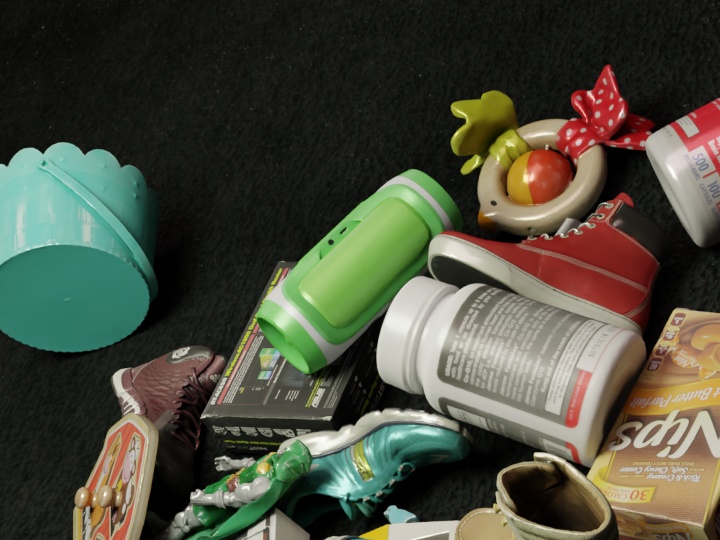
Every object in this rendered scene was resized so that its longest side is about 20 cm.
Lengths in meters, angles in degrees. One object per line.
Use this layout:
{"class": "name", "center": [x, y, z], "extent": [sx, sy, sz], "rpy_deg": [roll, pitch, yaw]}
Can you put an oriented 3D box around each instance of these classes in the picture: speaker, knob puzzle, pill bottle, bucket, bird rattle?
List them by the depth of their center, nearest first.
{"class": "pill bottle", "center": [0.122, 0.077, 1.324], "extent": [0.199, 0.114, 0.114], "rpy_deg": [19, 59, 26]}
{"class": "pill bottle", "center": [0.359, -0.112, 1.409], "extent": [0.199, 0.112, 0.113], "rpy_deg": [-28, 37, 7]}
{"class": "knob puzzle", "center": [-0.229, 0.213, 1.448], "extent": [0.220, 0.030, 0.221], "rpy_deg": [-51, 30, 46]}
{"class": "speaker", "center": [0.000, 0.000, 1.467], "extent": [0.200, 0.089, 0.088], "rpy_deg": [-43, 38, -15]}
{"class": "bird rattle", "center": [0.186, -0.102, 1.570], "extent": [0.199, 0.113, 0.164], "rpy_deg": [0, 59, 19]}
{"class": "bucket", "center": [-0.310, -0.019, 1.727], "extent": [0.206, 0.207, 0.135], "rpy_deg": [-21, 48, 16]}

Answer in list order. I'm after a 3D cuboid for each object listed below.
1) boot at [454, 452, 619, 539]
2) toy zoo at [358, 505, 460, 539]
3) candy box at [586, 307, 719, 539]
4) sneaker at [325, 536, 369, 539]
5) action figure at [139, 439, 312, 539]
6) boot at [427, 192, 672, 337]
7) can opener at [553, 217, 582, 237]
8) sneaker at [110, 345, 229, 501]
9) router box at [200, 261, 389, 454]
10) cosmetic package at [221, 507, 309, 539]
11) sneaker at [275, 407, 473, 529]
{"class": "boot", "center": [0.129, 0.193, 1.200], "extent": [0.072, 0.155, 0.199], "rpy_deg": [-46, 41, -20]}
{"class": "toy zoo", "center": [0.022, 0.275, 1.301], "extent": [0.130, 0.021, 0.201], "rpy_deg": [-17, 40, 20]}
{"class": "candy box", "center": [0.264, 0.125, 1.262], "extent": [0.115, 0.055, 0.200], "rpy_deg": [5, 50, 41]}
{"class": "sneaker", "center": [-0.015, 0.262, 1.221], "extent": [0.079, 0.078, 0.200], "rpy_deg": [-2, 25, 21]}
{"class": "action figure", "center": [-0.117, 0.197, 1.399], "extent": [0.199, 0.055, 0.118], "rpy_deg": [-31, 9, 28]}
{"class": "boot", "center": [0.167, -0.021, 1.412], "extent": [0.199, 0.073, 0.145], "rpy_deg": [22, 64, 3]}
{"class": "can opener", "center": [0.162, 0.037, 1.437], "extent": [0.067, 0.053, 0.200], "rpy_deg": [11, 56, 44]}
{"class": "sneaker", "center": [-0.168, 0.130, 1.559], "extent": [0.115, 0.076, 0.200], "rpy_deg": [-32, 36, -3]}
{"class": "router box", "center": [-0.042, 0.081, 1.528], "extent": [0.149, 0.062, 0.201], "rpy_deg": [-1, 48, 33]}
{"class": "cosmetic package", "center": [-0.088, 0.296, 1.317], "extent": [0.082, 0.051, 0.201], "rpy_deg": [-34, 33, 24]}
{"class": "sneaker", "center": [0.011, 0.175, 1.390], "extent": [0.199, 0.077, 0.080], "rpy_deg": [-22, 47, 30]}
